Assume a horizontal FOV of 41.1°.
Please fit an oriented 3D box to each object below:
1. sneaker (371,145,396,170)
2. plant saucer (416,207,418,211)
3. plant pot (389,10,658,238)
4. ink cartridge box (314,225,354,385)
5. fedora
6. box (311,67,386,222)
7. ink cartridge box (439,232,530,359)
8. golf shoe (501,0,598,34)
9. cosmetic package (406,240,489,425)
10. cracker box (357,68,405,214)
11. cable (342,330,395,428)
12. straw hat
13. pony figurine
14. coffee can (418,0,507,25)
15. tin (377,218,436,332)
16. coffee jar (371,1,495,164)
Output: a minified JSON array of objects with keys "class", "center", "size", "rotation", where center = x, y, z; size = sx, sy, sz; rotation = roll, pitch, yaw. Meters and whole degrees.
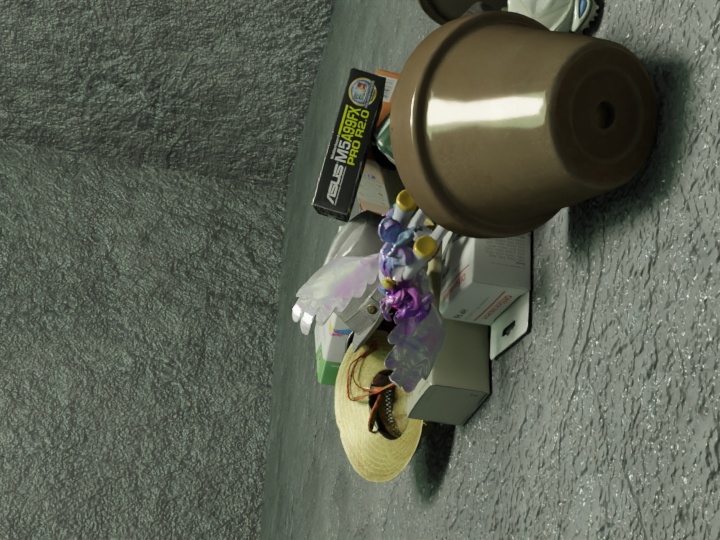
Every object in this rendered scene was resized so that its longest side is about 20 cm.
[{"class":"sneaker","center":[0.092,-0.207,1.273],"size":[0.200,0.076,0.116],"rotation":[-42,9,-1]},{"class":"plant saucer","center":[0.065,0.006,1.471],"size":[0.200,0.047,0.202],"rotation":[131,147,-71]},{"class":"plant pot","center":[0.148,-0.123,0.807],"size":[0.174,0.198,0.203],"rotation":[12,93,63]},{"class":"ink cartridge box","center":[-0.010,0.055,1.467],"size":[0.145,0.083,0.202],"rotation":[-99,20,-59]},{"class":"fedora","center":[0.000,0.000,1.223],"size":[0.200,0.090,0.178],"rotation":[-52,14,48]},{"class":"box","center":[-0.013,-0.144,1.158],"size":[0.200,0.044,0.162],"rotation":[-88,15,-89]},{"class":"ink cartridge box","center":[0.134,-0.017,1.046],"size":[0.116,0.067,0.202],"rotation":[121,156,-64]},{"class":"golf shoe","center":[0.186,-0.325,0.956],"size":[0.078,0.096,0.202],"rotation":[116,162,-63]},{"class":"cosmetic package","center":[0.103,0.068,1.138],"size":[0.104,0.072,0.202],"rotation":[115,162,-56]},{"class":"cracker box","center":[0.036,-0.173,1.370],"size":[0.200,0.057,0.135],"rotation":[70,-142,-67]},{"class":"cable","center":[0.030,0.167,1.364],"size":[0.163,0.050,0.202],"rotation":[30,118,53]},{"class":"straw hat","center":[0.053,0.175,1.252],"size":[0.200,0.084,0.203],"rotation":[-17,69,52]},{"class":"pony figurine","center":[0.044,0.001,1.004],"size":[0.193,0.166,0.201],"rotation":[-50,-11,-32]},{"class":"coffee can","center":[0.144,-0.401,1.115],"size":[0.147,0.145,0.202],"rotation":[122,156,-65]},{"class":"tin","center":[0.071,0.015,1.305],"size":[0.111,0.042,0.202],"rotation":[-29,45,35]},{"class":"coffee jar","center":[0.108,-0.196,1.080],"size":[0.201,0.104,0.085],"rotation":[-52,6,11]}]
